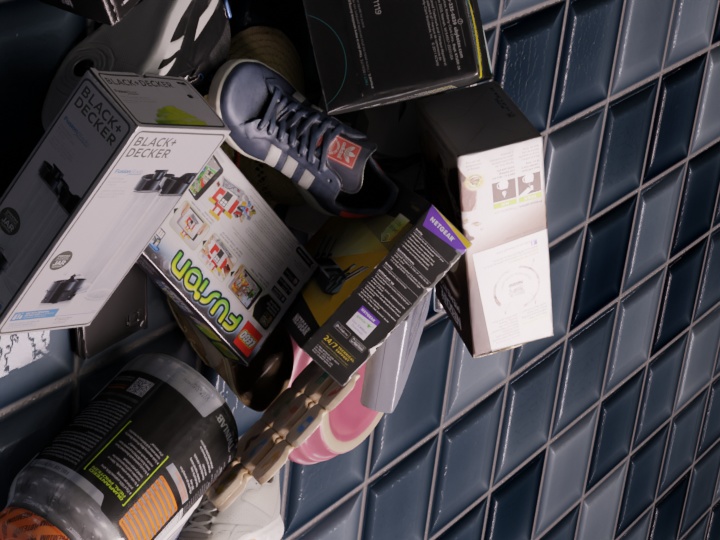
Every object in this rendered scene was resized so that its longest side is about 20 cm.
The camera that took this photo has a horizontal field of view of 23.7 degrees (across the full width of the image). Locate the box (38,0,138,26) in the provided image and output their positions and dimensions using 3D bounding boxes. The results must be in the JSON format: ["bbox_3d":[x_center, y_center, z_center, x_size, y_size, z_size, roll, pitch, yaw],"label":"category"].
[{"bbox_3d":[-0.163,-0.300,1.177,0.201,0.085,0.165,-52,148,-29],"label":"box"}]

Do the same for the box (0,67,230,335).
[{"bbox_3d":[-0.195,-0.047,1.231,0.201,0.060,0.116,-51,159,21],"label":"box"}]

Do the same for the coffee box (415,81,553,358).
[{"bbox_3d":[0.108,-0.043,1.481,0.079,0.113,0.202,-14,122,-10],"label":"coffee box"}]

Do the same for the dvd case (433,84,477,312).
[{"bbox_3d":[0.089,-0.083,1.601,0.146,0.022,0.202,-70,163,-56],"label":"dvd case"}]

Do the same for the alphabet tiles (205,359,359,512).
[{"bbox_3d":[-0.061,0.122,1.469,0.200,0.015,0.196,-47,-170,-6],"label":"alphabet tiles"}]

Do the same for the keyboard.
[{"bbox_3d":[-0.188,-0.036,1.380,0.127,0.020,0.202,-30,134,-43],"label":"keyboard"}]

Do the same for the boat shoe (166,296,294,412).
[{"bbox_3d":[-0.116,0.050,1.513,0.074,0.066,0.201,-46,143,-19],"label":"boat shoe"}]

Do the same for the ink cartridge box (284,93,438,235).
[{"bbox_3d":[0.021,-0.124,1.624,0.145,0.083,0.202,2,107,-61],"label":"ink cartridge box"}]

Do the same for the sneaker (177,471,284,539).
[{"bbox_3d":[-0.136,0.227,1.605,0.200,0.075,0.093,-24,121,-64],"label":"sneaker"}]

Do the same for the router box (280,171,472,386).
[{"bbox_3d":[0.000,0.000,1.458,0.052,0.200,0.157,42,90,-18],"label":"router box"}]

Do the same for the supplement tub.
[{"bbox_3d":[-0.199,0.171,1.388,0.200,0.122,0.123,-46,145,-36],"label":"supplement tub"}]

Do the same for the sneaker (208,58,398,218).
[{"bbox_3d":[-0.038,-0.104,1.379,0.200,0.084,0.076,36,75,-46],"label":"sneaker"}]

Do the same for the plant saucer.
[{"bbox_3d":[-0.016,0.107,1.749,0.200,0.050,0.203,-39,139,-44],"label":"plant saucer"}]

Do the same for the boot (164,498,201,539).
[{"bbox_3d":[-0.202,0.237,1.503,0.200,0.072,0.091,-53,173,-38],"label":"boot"}]

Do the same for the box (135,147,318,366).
[{"bbox_3d":[-0.123,-0.026,1.385,0.111,0.035,0.200,-54,131,-18],"label":"box"}]

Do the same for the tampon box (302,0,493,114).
[{"bbox_3d":[0.031,-0.217,1.417,0.200,0.125,0.152,-40,117,-80],"label":"tampon box"}]

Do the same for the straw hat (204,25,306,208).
[{"bbox_3d":[-0.068,-0.103,1.478,0.201,0.084,0.203,-40,140,-43],"label":"straw hat"}]

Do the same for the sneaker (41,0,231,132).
[{"bbox_3d":[-0.156,-0.148,1.304,0.201,0.072,0.112,-58,149,-23],"label":"sneaker"}]

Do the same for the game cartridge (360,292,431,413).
[{"bbox_3d":[0.038,0.038,1.577,0.200,0.040,0.135,-65,163,-61],"label":"game cartridge"}]
